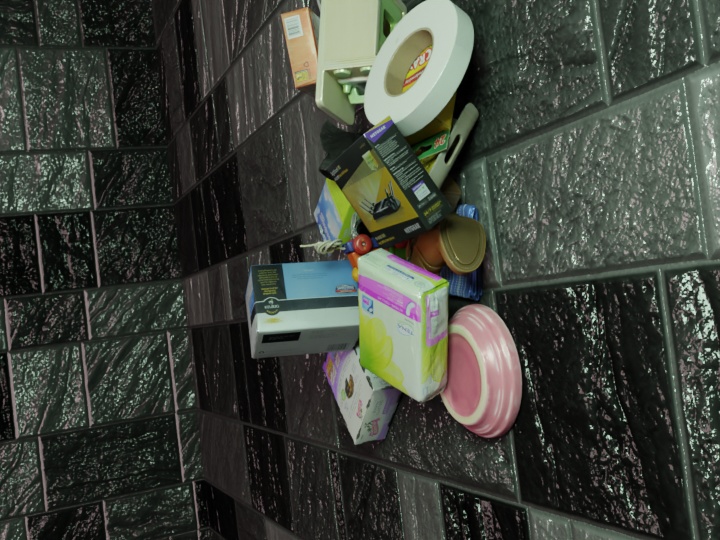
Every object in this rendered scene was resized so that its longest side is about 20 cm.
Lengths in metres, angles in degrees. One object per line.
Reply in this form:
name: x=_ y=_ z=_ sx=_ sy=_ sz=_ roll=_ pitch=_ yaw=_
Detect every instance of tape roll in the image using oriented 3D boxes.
tape roll: x=0.079 y=-0.289 z=1.169 sx=0.202 sy=0.037 sz=0.206 roll=-36 pitch=41 yaw=39

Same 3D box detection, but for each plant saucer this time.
plant saucer: x=0.170 y=0.155 z=1.252 sx=0.200 sy=0.050 sz=0.204 roll=-154 pitch=61 yaw=-61

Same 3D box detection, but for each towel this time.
towel: x=0.134 y=-0.032 z=1.324 sx=0.199 sy=0.023 sz=0.148 roll=-172 pitch=78 yaw=-66

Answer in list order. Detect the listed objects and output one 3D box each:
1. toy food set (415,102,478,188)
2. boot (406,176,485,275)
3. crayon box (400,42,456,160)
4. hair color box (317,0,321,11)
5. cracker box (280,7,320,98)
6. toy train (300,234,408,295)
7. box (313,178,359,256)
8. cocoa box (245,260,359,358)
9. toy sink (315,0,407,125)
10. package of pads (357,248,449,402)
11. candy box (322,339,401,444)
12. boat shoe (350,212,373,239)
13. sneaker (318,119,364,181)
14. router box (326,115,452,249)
toy food set: x=0.088 y=-0.183 z=1.261 sx=0.145 sy=0.060 sz=0.199 roll=-61 pitch=22 yaw=-9
boot: x=0.122 y=-0.027 z=1.246 sx=0.202 sy=0.072 sz=0.156 roll=-98 pitch=22 yaw=-45
crayon box: x=0.087 y=-0.259 z=1.221 sx=0.126 sy=0.050 sz=0.203 roll=-18 pitch=55 yaw=50
hair color box: x=-0.039 y=-0.536 z=1.548 sx=0.111 sy=0.063 sz=0.203 roll=128 pitch=130 yaw=-57
cracker box: x=-0.089 y=-0.406 z=1.560 sx=0.200 sy=0.057 sz=0.136 roll=-22 pitch=-79 yaw=-78
toy train: x=0.000 y=0.000 z=1.414 sx=0.085 sy=0.196 sz=0.118 roll=160 pitch=100 yaw=-76
box: x=-0.037 y=-0.138 z=1.650 sx=0.201 sy=0.047 sz=0.123 roll=114 pitch=143 yaw=-49
cocoa box: x=-0.105 y=0.070 z=1.502 sx=0.134 sy=0.196 sz=0.133 roll=115 pitch=149 yaw=-61
toy sink: x=0.007 y=-0.352 z=1.335 sx=0.110 sy=0.130 sz=0.204 roll=1 pitch=83 yaw=24
package of pads: x=0.066 y=0.086 z=1.263 sx=0.154 sy=0.068 sz=0.203 roll=27 pitch=130 yaw=42
candy box: x=0.002 y=0.207 z=1.614 sx=0.169 sy=0.070 sz=0.201 roll=107 pitch=148 yaw=-41
boat shoe: x=0.016 y=-0.074 z=1.530 sx=0.200 sy=0.061 sz=0.076 roll=155 pitch=107 yaw=-65
sneaker: x=-0.005 y=-0.213 z=1.532 sx=0.198 sy=0.060 sz=0.105 roll=19 pitch=74 yaw=33
router box: x=0.037 y=-0.121 z=1.200 sx=0.158 sy=0.052 sz=0.200 roll=55 pitch=162 yaw=-4
